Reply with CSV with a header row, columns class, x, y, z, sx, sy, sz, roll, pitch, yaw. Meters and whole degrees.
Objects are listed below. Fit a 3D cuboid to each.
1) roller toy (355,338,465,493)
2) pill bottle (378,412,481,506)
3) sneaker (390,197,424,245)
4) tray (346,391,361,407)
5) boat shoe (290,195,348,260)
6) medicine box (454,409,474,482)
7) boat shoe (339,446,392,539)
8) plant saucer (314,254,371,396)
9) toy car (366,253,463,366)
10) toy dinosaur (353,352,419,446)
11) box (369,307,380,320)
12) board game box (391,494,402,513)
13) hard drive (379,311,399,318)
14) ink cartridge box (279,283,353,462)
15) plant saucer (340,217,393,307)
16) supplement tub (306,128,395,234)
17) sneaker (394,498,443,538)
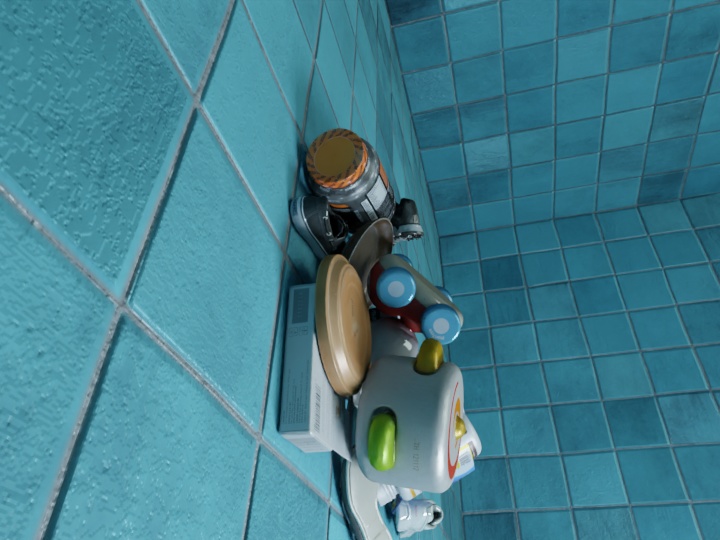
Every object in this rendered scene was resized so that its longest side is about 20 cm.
class,x,y,z,sx,sy,sz,roll,pitch,yaw
roller toy,0.083,0.218,0.793,0.183,0.139,0.201,73,27,-46
pill bottle,0.100,0.318,0.942,0.110,0.199,0.109,58,-10,17
sneaker,0.049,-0.093,1.068,0.066,0.200,0.091,3,81,-35
tray,-0.023,0.172,0.920,0.200,0.022,0.108,58,27,-61
boat shoe,-0.051,-0.062,0.866,0.200,0.056,0.069,48,36,-68
medicine box,0.148,0.341,1.208,0.182,0.103,0.201,35,-37,60
boat shoe,-0.002,0.365,0.845,0.067,0.057,0.201,-22,102,-40
plant saucer,-0.018,0.076,0.777,0.200,0.032,0.201,-9,90,-77
toy car,0.051,0.095,0.919,0.177,0.200,0.184,39,10,-3
toy dinosaur,0.076,0.239,0.924,0.200,0.088,0.047,-54,145,-14
box,0.048,0.197,1.108,0.200,0.044,0.161,-93,169,-57
board game box,0.070,0.378,1.080,0.200,0.039,0.158,106,-2,-45
hard drive,0.068,0.094,1.126,0.200,0.038,0.140,65,14,-60
ink cartridge box,-0.054,0.146,0.747,0.176,0.044,0.201,63,23,-56
plant saucer,0.000,0.000,0.947,0.200,0.032,0.201,-50,153,-37
supplement tub,-0.015,-0.148,0.931,0.200,0.122,0.123,50,33,-66
sneaker,0.125,0.522,1.150,0.200,0.099,0.078,74,14,-65
